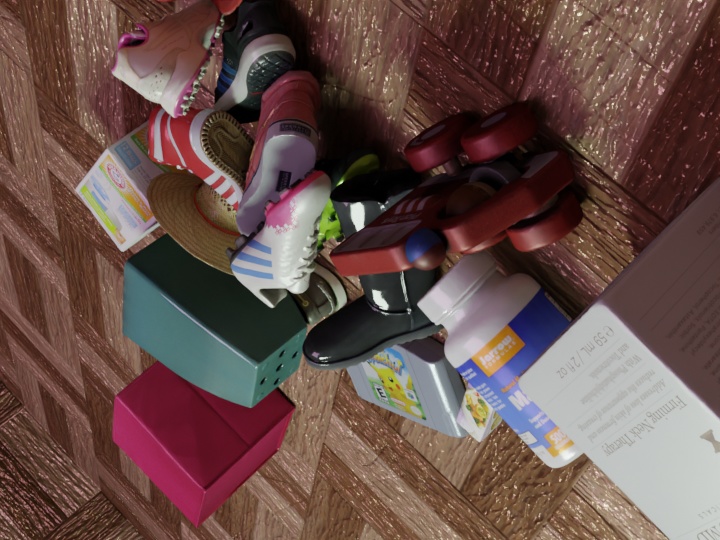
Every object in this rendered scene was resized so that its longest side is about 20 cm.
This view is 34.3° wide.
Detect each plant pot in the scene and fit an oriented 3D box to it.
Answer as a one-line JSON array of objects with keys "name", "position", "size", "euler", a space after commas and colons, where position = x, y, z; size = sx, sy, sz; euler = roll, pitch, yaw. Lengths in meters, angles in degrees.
[{"name": "plant pot", "position": [-0.169, 0.058, 1.413], "size": [0.200, 0.141, 0.142], "euler": [38, 142, 20]}]

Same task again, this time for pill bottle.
[{"name": "pill bottle", "position": [0.149, 0.075, 1.088], "size": [0.200, 0.112, 0.112], "euler": [46, 153, 1]}]

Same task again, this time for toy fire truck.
[{"name": "toy fire truck", "position": [0.080, -0.049, 0.992], "size": [0.199, 0.168, 0.113], "euler": [-2, 123, 58]}]

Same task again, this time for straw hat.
[{"name": "straw hat", "position": [-0.148, -0.083, 1.371], "size": [0.201, 0.201, 0.085], "euler": [44, 113, 14]}]

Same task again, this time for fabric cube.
[{"name": "fabric cube", "position": [-0.246, 0.239, 1.813], "size": [0.199, 0.200, 0.197], "euler": [42, 151, 12]}]

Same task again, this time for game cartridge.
[{"name": "game cartridge", "position": [0.044, 0.117, 1.399], "size": [0.199, 0.040, 0.134], "euler": [16, 133, 49]}]

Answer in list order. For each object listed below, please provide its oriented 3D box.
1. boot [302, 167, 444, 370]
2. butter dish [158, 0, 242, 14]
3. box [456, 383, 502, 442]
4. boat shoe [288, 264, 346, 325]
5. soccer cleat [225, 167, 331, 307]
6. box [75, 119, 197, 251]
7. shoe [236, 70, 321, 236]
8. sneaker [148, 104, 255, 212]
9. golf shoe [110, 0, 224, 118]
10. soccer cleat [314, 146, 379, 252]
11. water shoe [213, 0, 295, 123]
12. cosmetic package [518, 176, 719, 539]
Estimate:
[{"name": "boot", "position": [0.001, 0.000, 1.191], "size": [0.201, 0.163, 0.066], "euler": [77, 169, -45]}, {"name": "butter dish", "position": [-0.186, -0.332, 1.067], "size": [0.201, 0.147, 0.199], "euler": [59, 153, -2]}, {"name": "box", "position": [0.142, 0.116, 1.239], "size": [0.039, 0.041, 0.201], "euler": [39, 150, 20]}, {"name": "boat shoe", "position": [-0.105, 0.009, 1.465], "size": [0.201, 0.060, 0.073], "euler": [27, 144, 39]}, {"name": "soccer cleat", "position": [-0.065, -0.029, 1.166], "size": [0.087, 0.070, 0.200], "euler": [51, 145, 2]}, {"name": "box", "position": [-0.288, -0.117, 1.548], "size": [0.113, 0.101, 0.200], "euler": [54, 153, -6]}, {"name": "shoe", "position": [-0.081, -0.114, 1.207], "size": [0.071, 0.092, 0.201], "euler": [11, 146, -9]}, {"name": "sneaker", "position": [-0.157, -0.113, 1.282], "size": [0.112, 0.072, 0.200], "euler": [17, 155, 34]}, {"name": "golf shoe", "position": [-0.189, -0.232, 1.172], "size": [0.091, 0.201, 0.076], "euler": [22, 123, -9]}, {"name": "soccer cleat", "position": [-0.035, -0.089, 1.239], "size": [0.082, 0.067, 0.200], "euler": [60, 155, 11]}, {"name": "water shoe", "position": [-0.113, -0.216, 1.220], "size": [0.200, 0.071, 0.080], "euler": [143, 116, -64]}, {"name": "cosmetic package", "position": [0.261, 0.077, 0.870], "size": [0.200, 0.166, 0.168], "euler": [45, 152, 9]}]
